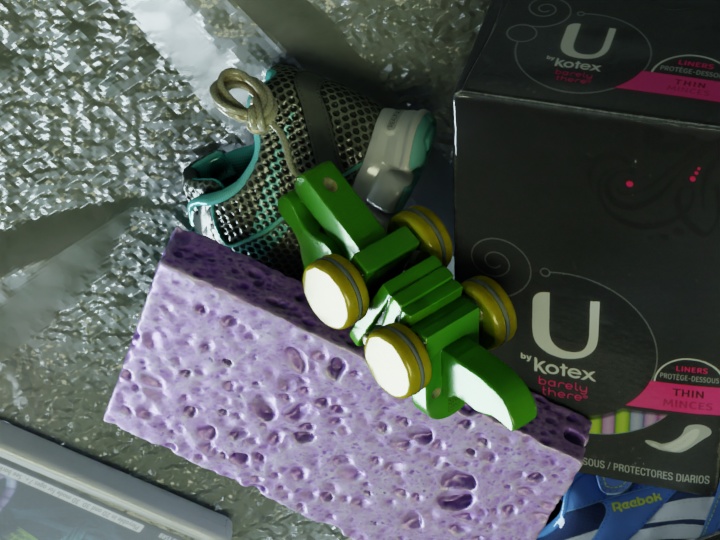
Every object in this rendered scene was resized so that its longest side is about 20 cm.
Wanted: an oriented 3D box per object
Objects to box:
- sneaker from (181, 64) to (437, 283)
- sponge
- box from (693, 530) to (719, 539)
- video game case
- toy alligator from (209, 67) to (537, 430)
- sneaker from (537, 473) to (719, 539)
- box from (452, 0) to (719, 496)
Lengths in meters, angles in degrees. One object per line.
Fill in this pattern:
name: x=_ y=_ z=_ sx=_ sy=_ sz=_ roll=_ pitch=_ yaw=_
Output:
sneaker: x=-0.045 y=-0.014 z=1.063 sx=0.091 sy=0.078 sz=0.200 roll=31 pitch=122 yaw=-3
sponge: x=-0.009 y=0.066 z=1.033 sx=0.200 sy=0.030 sz=0.112 roll=25 pitch=133 yaw=-1
box: x=0.117 y=0.169 z=1.086 sx=0.200 sy=0.060 sz=0.117 roll=-24 pitch=170 yaw=30
video game case: x=-0.196 y=0.152 z=1.221 sx=0.200 sy=0.023 sz=0.182 roll=25 pitch=126 yaw=-20
toy alligator: x=0.000 y=0.000 z=0.978 sx=0.059 sy=0.200 sz=0.054 roll=-29 pitch=156 yaw=-31
sneaker: x=0.139 y=0.095 z=1.141 sx=0.200 sy=0.074 sz=0.082 roll=-36 pitch=119 yaw=25
box: x=0.109 y=-0.017 z=1.009 sx=0.122 sy=0.106 sz=0.200 roll=8 pitch=131 yaw=13
